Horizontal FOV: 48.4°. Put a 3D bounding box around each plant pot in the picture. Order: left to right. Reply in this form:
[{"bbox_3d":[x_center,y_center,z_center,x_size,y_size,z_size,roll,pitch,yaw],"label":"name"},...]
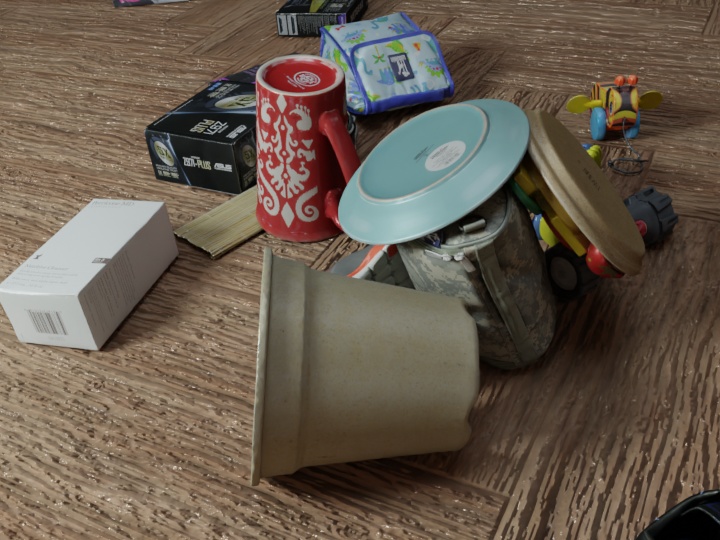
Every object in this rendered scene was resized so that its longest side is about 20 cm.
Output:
[{"bbox_3d":[0.001,0.087,0.698,0.181,0.202,0.201,4,34,-7],"label":"plant pot"}]

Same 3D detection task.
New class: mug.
[{"bbox_3d":[-0.052,-0.151,1.004,0.176,0.202,0.134,14,41,16],"label":"mug"}]

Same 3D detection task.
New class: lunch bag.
[{"bbox_3d":[0.040,-0.338,1.346,0.169,0.128,0.201,-17,50,-19],"label":"lunch bag"},{"bbox_3d":[0.114,-0.016,0.789,0.138,0.201,0.168,-28,40,3],"label":"lunch bag"}]

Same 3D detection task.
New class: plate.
[{"bbox_3d":[0.060,-0.103,0.743,0.199,0.026,0.201,-24,33,17],"label":"plate"}]

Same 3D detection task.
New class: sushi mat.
[{"bbox_3d":[-0.152,-0.080,1.091,0.095,0.012,0.199,24,45,37],"label":"sushi mat"}]

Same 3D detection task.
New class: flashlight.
[{"bbox_3d":[0.289,-0.029,0.912,0.199,0.068,0.068,-23,46,-32],"label":"flashlight"}]

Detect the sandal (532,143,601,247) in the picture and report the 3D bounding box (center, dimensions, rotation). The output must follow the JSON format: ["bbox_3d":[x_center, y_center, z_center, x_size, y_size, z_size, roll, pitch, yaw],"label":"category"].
[{"bbox_3d":[0.247,-0.105,1.013,0.086,0.080,0.200,13,37,31],"label":"sandal"}]

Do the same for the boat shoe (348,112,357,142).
[{"bbox_3d":[-0.039,-0.229,1.245,0.075,0.061,0.201,-11,35,-6],"label":"boat shoe"}]

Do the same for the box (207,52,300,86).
[{"bbox_3d":[-0.153,-0.337,1.442,0.199,0.036,0.143,-28,40,-31],"label":"box"}]

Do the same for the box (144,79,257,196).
[{"bbox_3d":[-0.198,-0.208,1.218,0.162,0.087,0.200,13,39,25],"label":"box"}]

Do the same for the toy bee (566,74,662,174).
[{"bbox_3d":[0.379,-0.238,1.154,0.130,0.110,0.200,-14,35,-14],"label":"toy bee"}]

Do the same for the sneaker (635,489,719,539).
[{"bbox_3d":[0.281,0.191,0.578,0.198,0.079,0.070,-19,36,-17],"label":"sneaker"}]

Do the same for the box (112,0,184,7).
[{"bbox_3d":[-0.525,-0.744,1.998,0.198,0.133,0.115,-3,38,5],"label":"box"}]

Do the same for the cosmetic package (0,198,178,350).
[{"bbox_3d":[-0.312,-0.002,0.944,0.112,0.082,0.201,3,36,16],"label":"cosmetic package"}]

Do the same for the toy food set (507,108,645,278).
[{"bbox_3d":[0.204,-0.076,0.774,0.049,0.198,0.200,-37,15,26],"label":"toy food set"}]

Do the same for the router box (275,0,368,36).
[{"bbox_3d":[-0.080,-0.567,1.744,0.155,0.053,0.201,4,36,14],"label":"router box"}]

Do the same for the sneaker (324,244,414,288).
[{"bbox_3d":[0.000,0.000,0.903,0.081,0.078,0.199,19,41,41],"label":"sneaker"}]
